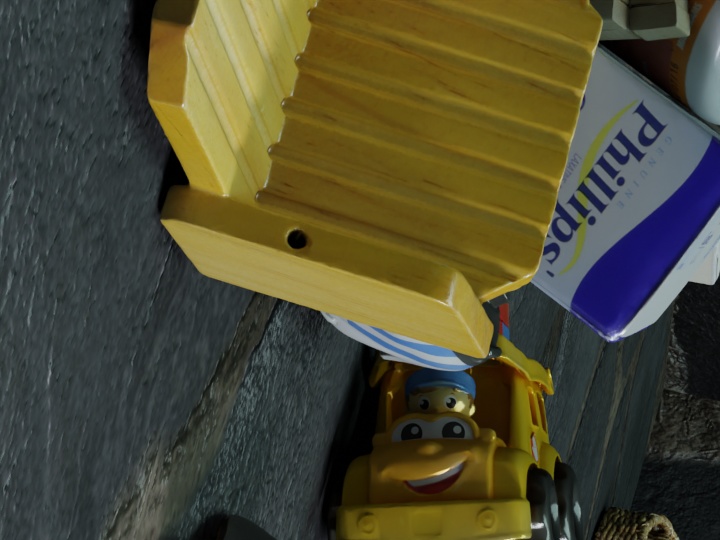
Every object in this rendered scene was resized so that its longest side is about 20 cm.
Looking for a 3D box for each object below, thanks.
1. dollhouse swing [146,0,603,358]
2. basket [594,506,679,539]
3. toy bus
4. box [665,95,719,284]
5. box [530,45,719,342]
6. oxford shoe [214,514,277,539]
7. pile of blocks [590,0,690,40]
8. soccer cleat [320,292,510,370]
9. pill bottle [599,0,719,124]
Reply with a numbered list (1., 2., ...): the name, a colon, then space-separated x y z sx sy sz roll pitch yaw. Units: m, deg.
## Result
1. dollhouse swing: 0.014 -0.100 1.085 0.176 0.181 0.201 116 -10 -72
2. basket: 0.361 0.390 3.395 0.200 0.149 0.143 -54 154 -63
3. toy bus: 0.058 0.090 1.613 0.200 0.135 0.193 29 60 -76
4. box: 0.098 -0.056 1.429 0.082 0.199 0.069 83 20 -59
5. box: 0.082 -0.066 1.285 0.105 0.200 0.184 -54 172 8
6. oxford shoe: -0.059 0.165 1.273 0.071 0.071 0.200 -51 172 8
7. pile of blocks: 0.078 -0.182 1.260 0.082 0.200 0.062 -54 158 8
8. soccer cleat: 0.000 0.000 1.364 0.200 0.086 0.070 44 49 -50
9. pill bottle: 0.137 -0.168 1.336 0.112 0.200 0.112 -34 147 -26
